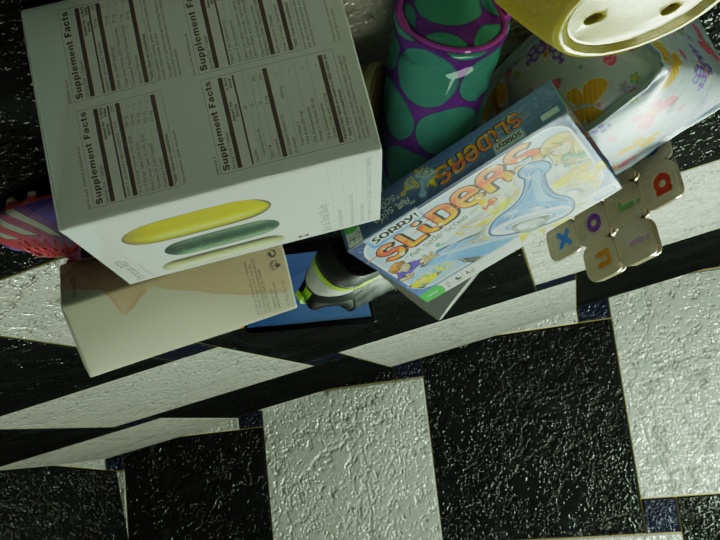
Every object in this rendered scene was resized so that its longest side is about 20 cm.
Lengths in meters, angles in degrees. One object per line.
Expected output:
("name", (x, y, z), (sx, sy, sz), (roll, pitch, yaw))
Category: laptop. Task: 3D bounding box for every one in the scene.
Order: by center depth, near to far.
("laptop", (-0.093, 0.006, 0.950), (0.175, 0.104, 0.200), (-7, 169, 15))

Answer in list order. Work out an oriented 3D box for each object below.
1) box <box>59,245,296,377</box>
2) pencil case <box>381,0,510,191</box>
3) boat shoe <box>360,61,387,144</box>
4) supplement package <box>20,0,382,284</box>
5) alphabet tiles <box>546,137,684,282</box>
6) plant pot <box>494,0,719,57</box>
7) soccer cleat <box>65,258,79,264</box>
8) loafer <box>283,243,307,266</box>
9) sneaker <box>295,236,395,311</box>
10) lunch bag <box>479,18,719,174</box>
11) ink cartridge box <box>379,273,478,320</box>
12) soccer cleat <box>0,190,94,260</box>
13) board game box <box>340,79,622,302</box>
("box", (-0.170, 0.016, 0.772), (0.198, 0.078, 0.095), (-19, -151, -14))
("pencil case", (0.065, -0.131, 0.661), (0.091, 0.086, 0.201), (-9, 147, -7))
("boat shoe", (-0.008, -0.130, 0.747), (0.063, 0.074, 0.201), (16, 172, 3))
("supplement package", (-0.098, -0.100, 0.574), (0.198, 0.152, 0.152), (-14, 167, -2))
("alphabet tiles", (0.252, -0.095, 0.870), (0.014, 0.202, 0.195), (-1, 161, -27))
("plant pot", (0.129, -0.202, 0.436), (0.198, 0.143, 0.200), (-14, 166, -4))
("soccer cleat", (-0.203, -0.035, 0.841), (0.199, 0.069, 0.085), (-25, -155, -10))
("loafer", (-0.035, -0.042, 1.079), (0.199, 0.069, 0.070), (-10, -171, -42))
("sneaker", (0.000, 0.000, 0.900), (0.199, 0.072, 0.083), (-7, 146, -52))
("lunch bag", (0.203, -0.155, 0.750), (0.169, 0.128, 0.200), (-4, 153, -45))
("ink cartridge box", (0.120, -0.058, 0.876), (0.147, 0.083, 0.200), (-56, 173, 32))
("soccer cleat", (-0.275, -0.037, 0.767), (0.199, 0.077, 0.066), (-15, 169, 34))
("board game box", (0.099, -0.055, 0.678), (0.199, 0.035, 0.135), (-32, 145, 21))
